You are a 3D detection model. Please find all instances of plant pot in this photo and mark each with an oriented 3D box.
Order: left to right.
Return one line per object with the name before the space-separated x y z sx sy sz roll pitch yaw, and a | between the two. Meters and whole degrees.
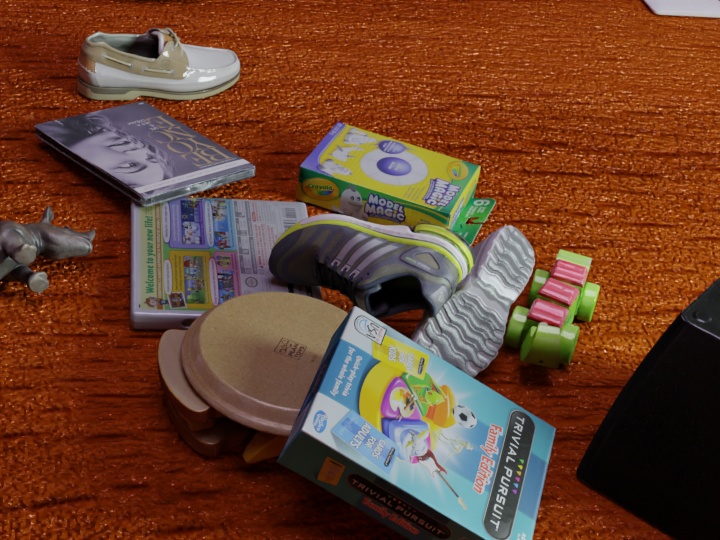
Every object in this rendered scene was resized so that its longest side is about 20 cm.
plant pot | 0.327 0.111 1.132 0.199 0.179 0.200 30 40 27

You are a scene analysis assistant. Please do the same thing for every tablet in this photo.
tablet | 0.478 -0.441 2.099 0.129 0.014 0.201 0 35 -14

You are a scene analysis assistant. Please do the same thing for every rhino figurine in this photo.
rhino figurine | -0.327 -0.014 1.248 0.087 0.060 0.199 24 32 37

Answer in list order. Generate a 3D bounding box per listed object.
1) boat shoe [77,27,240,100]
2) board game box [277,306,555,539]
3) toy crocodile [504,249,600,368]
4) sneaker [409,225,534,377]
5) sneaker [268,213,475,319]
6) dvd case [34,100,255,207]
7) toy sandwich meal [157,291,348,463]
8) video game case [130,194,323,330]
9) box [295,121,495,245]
boat shoe | -0.232 -0.245 1.593 0.198 0.069 0.075 -10 39 -26
board game box | 0.050 0.137 1.071 0.199 0.047 0.151 31 40 -6
toy crocodile | 0.189 0.033 1.309 0.067 0.062 0.200 19 35 13
sneaker | 0.095 0.045 1.276 0.075 0.082 0.200 49 52 -11
sneaker | 0.000 0.000 1.235 0.198 0.074 0.081 1 42 27
dvd case | -0.232 -0.129 1.452 0.148 0.016 0.199 -20 40 -42
toy sandwich meal | -0.071 0.095 1.156 0.203 0.071 0.206 10 34 -6
video game case | -0.133 -0.009 1.323 0.180 0.022 0.201 2 36 -11
box | 0.043 -0.091 1.463 0.198 0.049 0.118 20 36 11
